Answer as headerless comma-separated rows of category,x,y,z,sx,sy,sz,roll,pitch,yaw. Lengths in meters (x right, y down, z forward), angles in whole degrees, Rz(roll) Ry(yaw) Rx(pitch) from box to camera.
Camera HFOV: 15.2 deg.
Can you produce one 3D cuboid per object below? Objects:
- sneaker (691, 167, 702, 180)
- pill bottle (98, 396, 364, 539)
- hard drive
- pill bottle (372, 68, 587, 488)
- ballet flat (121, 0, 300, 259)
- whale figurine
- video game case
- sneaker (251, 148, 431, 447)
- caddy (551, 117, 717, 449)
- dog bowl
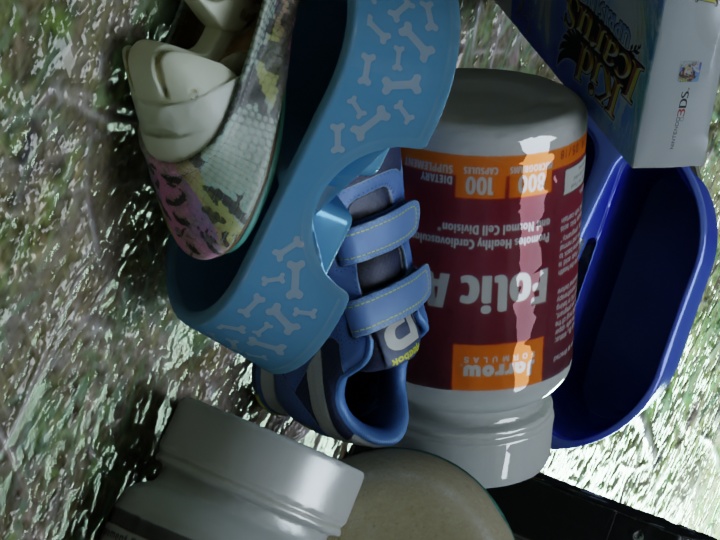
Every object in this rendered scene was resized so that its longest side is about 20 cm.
sneaker,0.162,0.005,1.750,0.200,0.075,0.106,-69,161,2
pill bottle,-0.079,0.168,1.266,0.200,0.114,0.114,-67,159,-6
hard drive,0.105,0.138,1.564,0.038,0.200,0.140,-69,159,-1
pill bottle,0.057,0.004,1.409,0.114,0.114,0.200,-33,130,-57
ballet flat,-0.060,-0.107,1.145,0.071,0.069,0.200,18,89,-51
whale figurine,-0.013,0.173,1.371,0.200,0.159,0.104,-34,178,5
video game case,0.133,-0.178,1.383,0.045,0.200,0.181,-5,122,-19
sneaker,0.000,0.000,1.332,0.074,0.082,0.200,-24,132,-35
caddy,0.127,0.005,1.581,0.105,0.141,0.200,1,107,-73
dog bowl,-0.026,-0.052,1.189,0.050,0.111,0.200,17,111,-28
